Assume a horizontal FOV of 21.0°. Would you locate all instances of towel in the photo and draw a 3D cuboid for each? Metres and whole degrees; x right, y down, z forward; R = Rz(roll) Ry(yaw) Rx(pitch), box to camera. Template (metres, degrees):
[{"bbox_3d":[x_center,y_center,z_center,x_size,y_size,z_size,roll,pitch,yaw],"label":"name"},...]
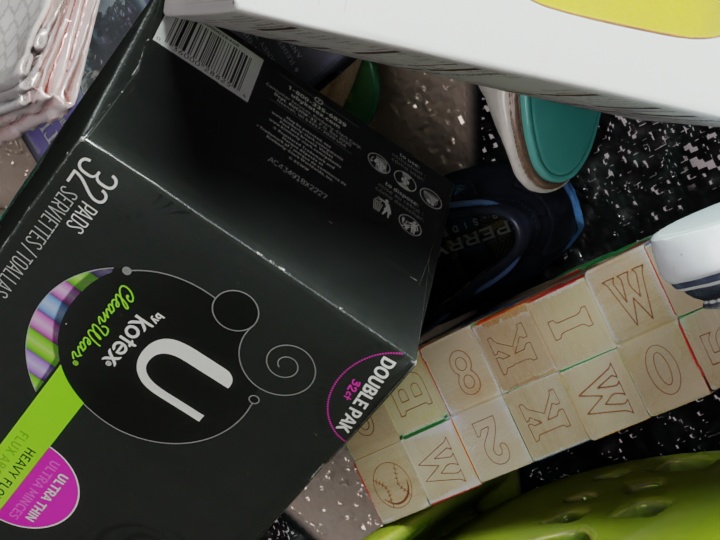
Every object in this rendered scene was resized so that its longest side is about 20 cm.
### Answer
[{"bbox_3d":[-0.169,-0.129,0.840,0.199,0.032,0.193,-18,54,44],"label":"towel"}]

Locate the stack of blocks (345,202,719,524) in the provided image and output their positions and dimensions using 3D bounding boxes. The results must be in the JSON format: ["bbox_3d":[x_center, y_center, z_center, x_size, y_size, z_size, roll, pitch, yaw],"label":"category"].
[{"bbox_3d":[0.096,0.028,0.770,0.199,0.115,0.059,-27,88,40],"label":"stack of blocks"}]

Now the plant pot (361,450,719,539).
[{"bbox_3d":[0.084,0.186,0.795,0.180,0.198,0.202,3,104,31],"label":"plant pot"}]

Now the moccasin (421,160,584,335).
[{"bbox_3d":[0.000,0.000,0.856,0.199,0.068,0.081,-30,88,29],"label":"moccasin"}]

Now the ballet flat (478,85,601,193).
[{"bbox_3d":[0.067,-0.135,0.806,0.069,0.069,0.202,4,99,24],"label":"ballet flat"}]

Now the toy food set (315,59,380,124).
[{"bbox_3d":[-0.074,-0.125,0.869,0.198,0.049,0.201,-43,77,27],"label":"toy food set"}]

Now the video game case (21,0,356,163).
[{"bbox_3d":[-0.081,-0.115,0.836,0.200,0.019,0.144,-38,79,29],"label":"video game case"}]

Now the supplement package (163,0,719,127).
[{"bbox_3d":[0.051,-0.143,0.681,0.198,0.151,0.154,11,94,-15],"label":"supplement package"}]

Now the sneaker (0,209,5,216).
[{"bbox_3d":[-0.193,0.014,0.924,0.198,0.111,0.078,-4,100,25],"label":"sneaker"}]

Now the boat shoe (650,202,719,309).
[{"bbox_3d":[0.189,0.007,0.659,0.071,0.199,0.092,-12,90,59],"label":"boat shoe"}]

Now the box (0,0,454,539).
[{"bbox_3d":[-0.082,0.024,0.767,0.148,0.125,0.200,33,123,-11],"label":"box"}]
